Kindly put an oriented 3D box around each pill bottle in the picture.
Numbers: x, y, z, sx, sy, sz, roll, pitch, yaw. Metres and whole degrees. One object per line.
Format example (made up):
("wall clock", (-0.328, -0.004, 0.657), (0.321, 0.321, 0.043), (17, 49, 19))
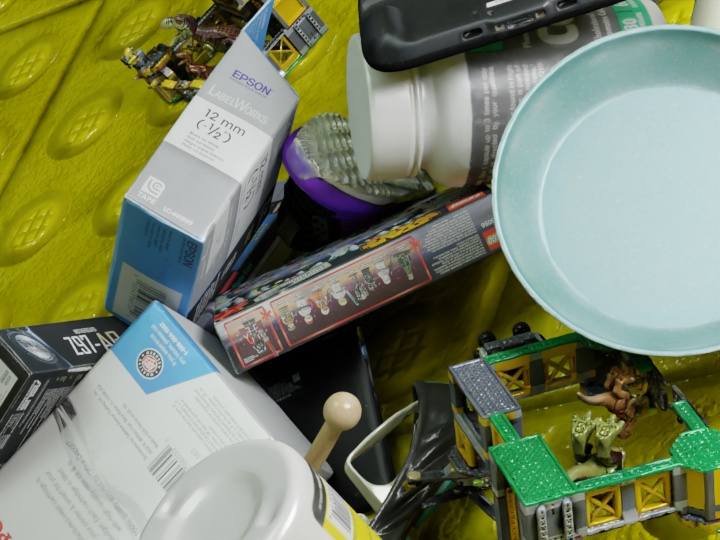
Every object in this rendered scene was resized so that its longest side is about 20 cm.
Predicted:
("pill bottle", (0.096, -0.113, 1.514), (0.199, 0.114, 0.113), (-6, 32, -9))
("pill bottle", (-0.021, 0.193, 1.266), (0.114, 0.200, 0.115), (-28, 33, 21))

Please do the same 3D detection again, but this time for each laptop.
("laptop", (-0.044, 0.103, 1.591), (0.187, 0.116, 0.201), (-26, 63, 26))

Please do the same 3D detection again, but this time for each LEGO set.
("LEGO set", (0.126, 0.123, 1.297), (0.153, 0.116, 0.200), (-19, 32, -18))
("LEGO set", (-0.132, -0.212, 1.975), (0.154, 0.116, 0.200), (-44, 30, -3))

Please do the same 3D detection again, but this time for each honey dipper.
("honey dipper", (-0.043, 0.145, 1.417), (0.038, 0.038, 0.200), (-88, 22, -50))

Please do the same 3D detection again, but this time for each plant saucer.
("plant saucer", (0.174, -0.041, 1.316), (0.199, 0.036, 0.201), (-3, 68, 7))

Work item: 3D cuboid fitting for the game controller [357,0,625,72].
("game controller", (0.093, -0.177, 1.446), (0.199, 0.042, 0.105), (-17, 43, 9))

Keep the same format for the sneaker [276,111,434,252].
("sneaker", (-0.021, -0.049, 1.625), (0.099, 0.070, 0.200), (-36, -14, 16))

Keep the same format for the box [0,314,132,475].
("box", (-0.228, 0.121, 1.580), (0.044, 0.160, 0.200), (44, 116, 22))

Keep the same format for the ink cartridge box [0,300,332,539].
("ink cartridge box", (-0.141, 0.145, 1.507), (0.200, 0.086, 0.146), (-48, 55, 6))

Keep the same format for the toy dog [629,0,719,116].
("toy dog", (0.229, -0.129, 1.406), (0.194, 0.140, 0.200), (41, 91, 16))

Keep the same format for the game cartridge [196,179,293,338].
("game cartridge", (-0.116, 0.006, 1.740), (0.129, 0.038, 0.200), (-18, 28, 41))

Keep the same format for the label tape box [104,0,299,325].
("label tape box", (-0.092, -0.066, 1.576), (0.200, 0.066, 0.143), (-56, -8, -32))

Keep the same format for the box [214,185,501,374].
("box", (0.000, 0.000, 1.545), (0.199, 0.040, 0.137), (-25, 8, 0))

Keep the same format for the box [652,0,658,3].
("box", (0.116, -0.185, 1.690), (0.163, 0.086, 0.200), (-5, 45, 46))

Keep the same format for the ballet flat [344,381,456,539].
("ballet flat", (0.011, 0.148, 1.410), (0.200, 0.068, 0.068), (-57, -8, -30))
